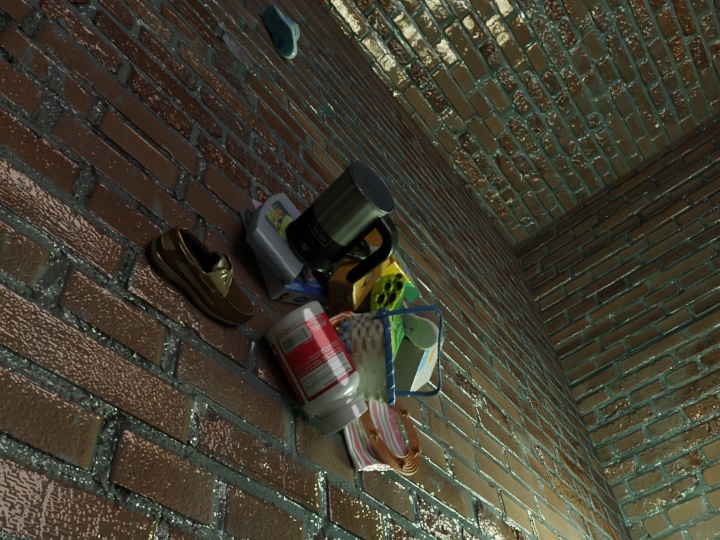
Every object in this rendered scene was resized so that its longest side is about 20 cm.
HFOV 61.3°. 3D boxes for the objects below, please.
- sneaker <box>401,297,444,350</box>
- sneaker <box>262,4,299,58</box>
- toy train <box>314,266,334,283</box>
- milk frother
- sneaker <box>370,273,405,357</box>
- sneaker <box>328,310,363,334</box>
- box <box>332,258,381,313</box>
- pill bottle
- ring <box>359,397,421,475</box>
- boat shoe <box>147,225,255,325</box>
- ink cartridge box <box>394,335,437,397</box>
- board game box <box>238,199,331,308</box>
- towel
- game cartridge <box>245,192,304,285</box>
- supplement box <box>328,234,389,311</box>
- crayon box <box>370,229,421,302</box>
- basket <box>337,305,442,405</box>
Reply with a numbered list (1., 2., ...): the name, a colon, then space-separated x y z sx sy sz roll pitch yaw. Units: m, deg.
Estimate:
1. sneaker: 0.104 0.107 1.336 0.199 0.078 0.081 43 14 30
2. sneaker: -0.229 -0.755 1.968 0.129 0.078 0.205 10 52 -60
3. toy train: -0.076 -0.046 1.302 0.045 0.034 0.202 35 29 -20
4. milk frother: -0.012 -0.100 1.175 0.180 0.187 0.202 43 29 -16
5. sneaker: 0.056 0.100 1.274 0.084 0.072 0.206 63 34 -58
6. sneaker: -0.027 0.125 1.204 0.198 0.072 0.079 10 59 -58
7. box: 0.021 0.056 1.422 0.201 0.081 0.069 51 24 -12
8. pill bottle: -0.071 0.166 1.028 0.204 0.111 0.112 60 22 6
9. ring: 0.060 0.299 1.190 0.200 0.019 0.203 45 22 -23
10. boat shoe: -0.232 0.009 0.937 0.200 0.073 0.077 43 26 -33
11. ink cartridge box: 0.133 0.202 1.404 0.066 0.118 0.199 24 13 19
12. board game box: -0.141 -0.029 1.231 0.198 0.041 0.204 16 46 -60
13. towel: 0.026 0.305 1.164 0.198 0.030 0.150 24 39 -55
14. game cartridge: -0.150 -0.071 1.167 0.133 0.041 0.201 47 25 -14
15. supplement box: 0.000 0.000 1.282 0.201 0.067 0.068 -55 148 -53
16. crayon box: 0.071 -0.019 1.488 0.200 0.051 0.128 46 15 -49
17. basket: 0.055 0.152 1.121 0.140 0.193 0.182 -85 175 -71
